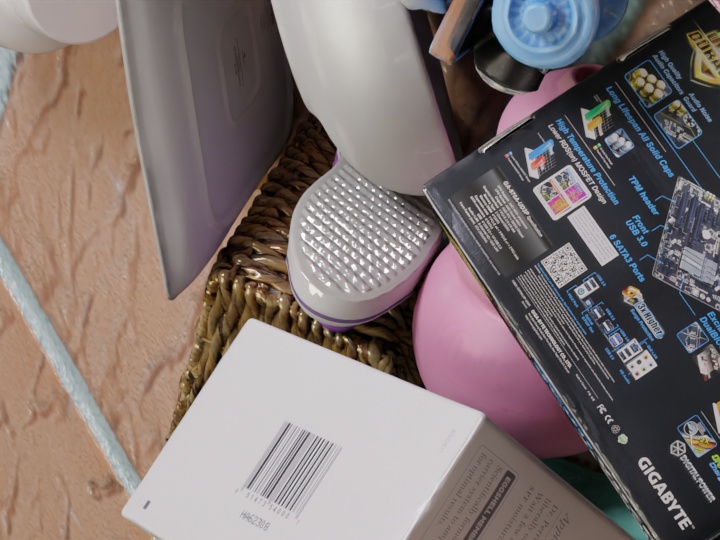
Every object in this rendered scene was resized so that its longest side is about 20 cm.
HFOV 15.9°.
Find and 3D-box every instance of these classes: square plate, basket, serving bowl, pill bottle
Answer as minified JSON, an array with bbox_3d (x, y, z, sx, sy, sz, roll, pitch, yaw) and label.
[{"bbox_3d":[-0.078,-0.116,1.409,0.028,0.198,0.201,3,119,18],"label":"square plate"},{"bbox_3d":[-0.011,0.032,1.494,0.142,0.149,0.200,25,143,5],"label":"basket"},{"bbox_3d":[-0.005,-0.127,1.250,0.200,0.066,0.201,-15,-90,-85],"label":"serving bowl"},{"bbox_3d":[-0.222,-0.199,1.641,0.200,0.111,0.111,23,130,54],"label":"pill bottle"}]

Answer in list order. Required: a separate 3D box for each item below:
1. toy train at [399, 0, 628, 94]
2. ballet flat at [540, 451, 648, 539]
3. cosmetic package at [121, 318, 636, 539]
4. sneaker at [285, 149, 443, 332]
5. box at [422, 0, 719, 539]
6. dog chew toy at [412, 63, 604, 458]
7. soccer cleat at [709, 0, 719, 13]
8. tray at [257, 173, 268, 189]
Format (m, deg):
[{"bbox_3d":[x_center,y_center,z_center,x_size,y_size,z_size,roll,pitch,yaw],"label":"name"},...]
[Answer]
[{"bbox_3d":[0.078,-0.175,1.076,0.114,0.087,0.200,30,113,9],"label":"toy train"},{"bbox_3d":[0.126,0.095,1.296,0.200,0.067,0.071,17,110,54],"label":"ballet flat"},{"bbox_3d":[0.031,0.140,1.236,0.200,0.123,0.199,41,168,-35],"label":"cosmetic package"},{"bbox_3d":[0.001,0.000,1.317,0.072,0.201,0.115,18,120,4],"label":"sneaker"},{"bbox_3d":[0.144,0.004,1.088,0.200,0.159,0.046,56,179,19],"label":"box"},{"bbox_3d":[0.093,-0.008,1.215,0.125,0.124,0.201,45,141,36],"label":"dog chew toy"},{"bbox_3d":[0.190,-0.078,1.037,0.200,0.070,0.087,48,147,32],"label":"soccer cleat"},{"bbox_3d":[-0.100,-0.153,1.526,0.099,0.037,0.201,-138,36,-57],"label":"tray"}]
